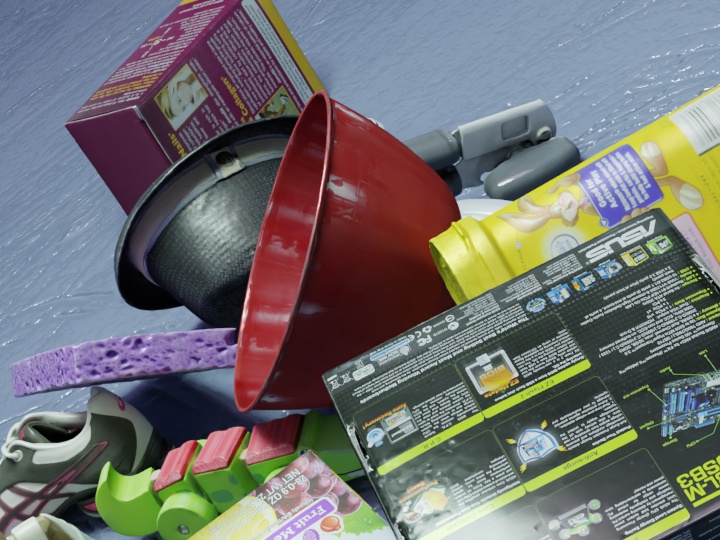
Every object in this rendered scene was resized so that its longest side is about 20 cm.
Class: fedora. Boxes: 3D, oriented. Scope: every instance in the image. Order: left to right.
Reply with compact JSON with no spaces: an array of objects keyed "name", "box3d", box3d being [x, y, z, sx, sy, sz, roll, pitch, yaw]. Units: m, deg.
[{"name":"fedora","box3d":[-0.078,-0.018,1.271,0.200,0.201,0.092,-36,62,-9]}]

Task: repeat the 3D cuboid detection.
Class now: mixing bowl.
[{"name":"mixing bowl","box3d":[0.000,0.000,1.060,0.200,0.107,0.202,-167,90,-79]}]

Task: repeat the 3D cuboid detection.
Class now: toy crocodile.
[{"name":"toy crocodile","box3d":[-0.074,0.124,1.082,0.199,0.062,0.068,-17,30,26]}]

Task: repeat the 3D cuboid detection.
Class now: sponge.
[{"name":"sponge","box3d":[-0.166,0.064,1.198,0.111,0.030,0.200,-6,-3,-23]}]

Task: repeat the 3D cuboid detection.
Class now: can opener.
[{"name":"can opener","box3d":[0.060,-0.066,1.226,0.199,0.054,0.067,-20,37,-17]}]

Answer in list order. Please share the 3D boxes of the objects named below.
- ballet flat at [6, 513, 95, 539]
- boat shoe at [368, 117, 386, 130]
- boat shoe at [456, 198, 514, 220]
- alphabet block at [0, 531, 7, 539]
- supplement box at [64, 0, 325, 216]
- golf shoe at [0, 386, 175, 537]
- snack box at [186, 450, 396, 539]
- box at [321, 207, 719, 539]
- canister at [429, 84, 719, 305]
[{"name":"ballet flat","box3d":[-0.185,0.193,1.071,0.069,0.071,0.200,-38,27,-11]},{"name":"boat shoe","box3d":[-0.068,-0.072,1.399,0.199,0.071,0.072,-35,27,-8]},{"name":"boat shoe","box3d":[0.042,0.010,1.164,0.199,0.073,0.067,-17,43,45]},{"name":"alphabet block","box3d":[-0.256,0.252,0.901,0.194,0.201,0.197,-4,37,41]},{"name":"supplement box","box3d":[-0.142,-0.144,1.536,0.103,0.131,0.200,-6,35,43]},{"name":"golf shoe","box3d":[-0.225,0.141,1.187,0.199,0.088,0.077,-25,28,15]},{"name":"snack box","box3d":[-0.027,0.201,0.825,0.168,0.068,0.200,-35,45,-18]},{"name":"box","box3d":[0.101,0.076,0.825,0.199,0.048,0.194,-27,42,-3]},{"name":"canister","box3d":[0.159,0.000,0.957,0.199,0.149,0.087,-29,-9,-2]}]
